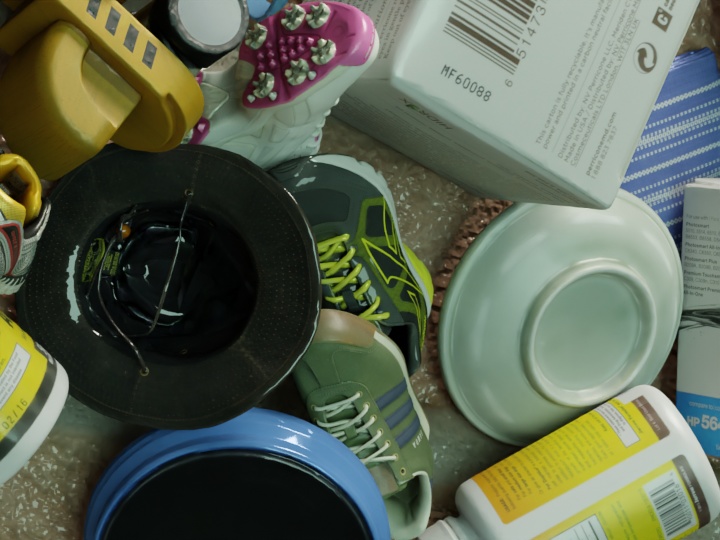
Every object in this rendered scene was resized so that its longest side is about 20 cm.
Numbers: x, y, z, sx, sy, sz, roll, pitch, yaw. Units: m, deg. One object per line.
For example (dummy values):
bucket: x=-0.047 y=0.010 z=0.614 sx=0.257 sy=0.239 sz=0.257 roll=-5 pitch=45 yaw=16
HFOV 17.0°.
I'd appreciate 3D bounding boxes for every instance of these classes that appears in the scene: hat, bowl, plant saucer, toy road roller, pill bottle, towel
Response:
hat: x=-0.114 y=0.011 z=1.543 sx=0.200 sy=0.081 sz=0.201 roll=-1 pitch=85 yaw=13
bowl: x=-0.080 y=0.184 z=1.555 sx=0.200 sy=0.039 sz=0.201 roll=-1 pitch=115 yaw=-1
plant saucer: x=0.152 y=0.039 z=1.698 sx=0.200 sy=0.050 sz=0.200 roll=-10 pitch=114 yaw=-25
toy road roller: x=-0.180 y=-0.149 z=1.464 sx=0.200 sy=0.123 sz=0.146 roll=42 pitch=61 yaw=-14
pill bottle: x=-0.282 y=0.041 z=1.454 sx=0.200 sy=0.111 sz=0.111 roll=44 pitch=73 yaw=-24
towel: x=0.224 y=-0.052 z=1.778 sx=0.145 sy=0.024 sz=0.200 roll=-22 pitch=105 yaw=-27
pill bottle: x=0.142 y=0.170 z=1.680 sx=0.200 sy=0.109 sz=0.109 roll=-28 pitch=107 yaw=-6

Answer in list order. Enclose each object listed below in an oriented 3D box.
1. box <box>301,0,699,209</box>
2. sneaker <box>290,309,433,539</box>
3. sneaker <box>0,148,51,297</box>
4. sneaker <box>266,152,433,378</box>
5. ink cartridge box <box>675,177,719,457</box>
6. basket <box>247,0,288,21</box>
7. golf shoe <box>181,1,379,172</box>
box: x=0.088 y=-0.170 z=1.606 sx=0.200 sy=0.171 sz=0.199 roll=29 pitch=80 yaw=-30
sneaker: x=0.006 y=0.109 z=1.580 sx=0.200 sy=0.067 sz=0.090 roll=57 pitch=23 yaw=-54
sneaker: x=-0.216 y=-0.030 z=1.442 sx=0.078 sy=0.200 sz=0.082 roll=44 pitch=97 yaw=-8
sneaker: x=0.000 y=0.000 z=1.579 sx=0.200 sy=0.074 sz=0.085 roll=50 pitch=27 yaw=-46
ink cartridge box: x=0.312 y=0.034 z=1.777 sx=0.146 sy=0.084 sz=0.200 roll=-4 pitch=99 yaw=-38
basket: x=-0.095 y=-0.258 z=1.506 sx=0.139 sy=0.176 sz=0.200 roll=-40 pitch=92 yaw=-22
golf shoe: x=-0.049 y=-0.107 z=1.539 sx=0.092 sy=0.200 sz=0.075 roll=27 pitch=53 yaw=-36
